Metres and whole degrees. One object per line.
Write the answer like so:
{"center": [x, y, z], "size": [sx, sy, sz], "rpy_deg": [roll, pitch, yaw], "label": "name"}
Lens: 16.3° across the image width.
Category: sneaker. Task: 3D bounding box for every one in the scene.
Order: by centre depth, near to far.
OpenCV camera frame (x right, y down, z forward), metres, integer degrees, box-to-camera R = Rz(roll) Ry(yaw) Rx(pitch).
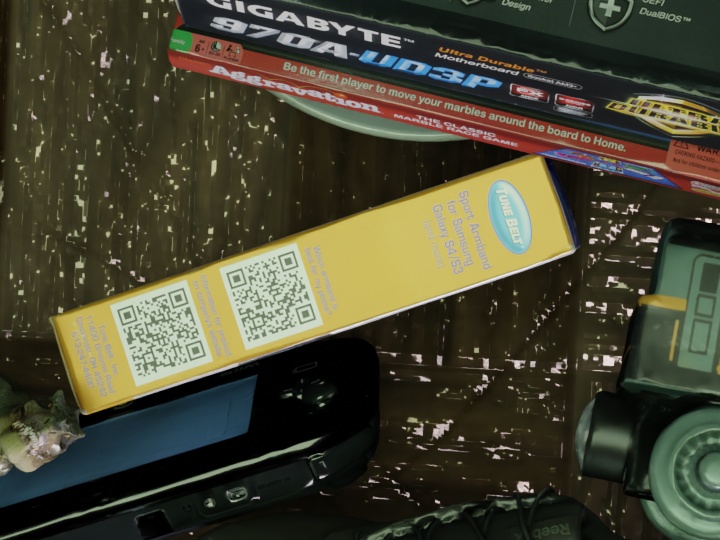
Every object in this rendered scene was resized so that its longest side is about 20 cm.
{"center": [0.037, 0.108, 0.869], "size": [0.199, 0.091, 0.076], "rpy_deg": [7, 51, -13], "label": "sneaker"}

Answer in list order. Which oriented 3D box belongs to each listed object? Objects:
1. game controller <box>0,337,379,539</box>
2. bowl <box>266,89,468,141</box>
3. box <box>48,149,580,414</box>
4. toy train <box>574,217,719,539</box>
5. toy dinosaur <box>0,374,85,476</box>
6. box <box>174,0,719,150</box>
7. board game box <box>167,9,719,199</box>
{"center": [-0.087, 0.071, 0.905], "size": [0.199, 0.104, 0.042], "rpy_deg": [-17, 115, 6], "label": "game controller"}
{"center": [0.026, -0.145, 0.896], "size": [0.200, 0.090, 0.202], "rpy_deg": [0, 91, 5], "label": "bowl"}
{"center": [0.000, 0.000, 0.886], "size": [0.199, 0.119, 0.042], "rpy_deg": [-16, 90, 6], "label": "box"}
{"center": [0.179, 0.049, 0.891], "size": [0.199, 0.085, 0.114], "rpy_deg": [10, 82, 6], "label": "toy train"}
{"center": [-0.165, 0.054, 0.880], "size": [0.088, 0.200, 0.048], "rpy_deg": [-43, 126, -16], "label": "toy dinosaur"}
{"center": [0.054, -0.135, 0.804], "size": [0.199, 0.046, 0.160], "rpy_deg": [14, 75, 5], "label": "box"}
{"center": [0.046, -0.093, 0.827], "size": [0.199, 0.019, 0.103], "rpy_deg": [14, 74, 5], "label": "board game box"}
